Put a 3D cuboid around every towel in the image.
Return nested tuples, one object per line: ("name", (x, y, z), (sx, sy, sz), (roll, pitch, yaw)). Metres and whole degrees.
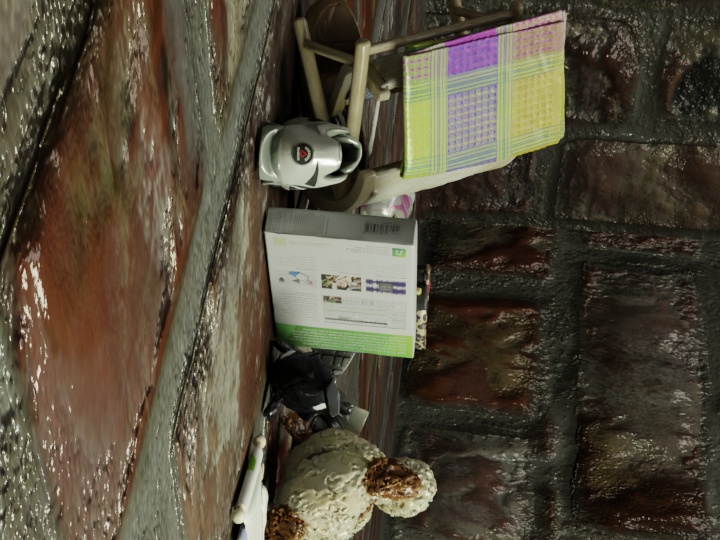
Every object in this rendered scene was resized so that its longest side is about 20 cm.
("towel", (0.123, -0.171, 1.588), (0.023, 0.200, 0.144), (37, -43, 49))

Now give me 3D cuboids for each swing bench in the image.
("swing bench", (0.054, -0.165, 1.636), (0.130, 0.199, 0.200), (29, -50, 52))

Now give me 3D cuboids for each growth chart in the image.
("growth chart", (-0.106, 0.276, 1.536), (0.145, 0.018, 0.200), (-74, 168, -64))

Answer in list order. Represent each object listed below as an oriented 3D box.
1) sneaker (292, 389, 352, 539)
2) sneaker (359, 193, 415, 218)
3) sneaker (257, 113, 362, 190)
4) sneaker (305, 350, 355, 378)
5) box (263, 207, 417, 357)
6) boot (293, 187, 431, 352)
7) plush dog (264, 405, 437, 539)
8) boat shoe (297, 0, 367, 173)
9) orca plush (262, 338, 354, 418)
("sneaker", (-0.044, 0.247, 1.923), (0.114, 0.076, 0.200), (-60, 151, -75))
("sneaker", (0.036, -0.099, 2.570), (0.200, 0.081, 0.088), (44, 51, -73))
("sneaker", (-0.042, -0.108, 1.529), (0.200, 0.088, 0.074), (-70, 163, -80))
("sneaker", (-0.033, 0.039, 1.872), (0.088, 0.076, 0.200), (100, -4, -74))
("box", (-0.017, 0.014, 1.595), (0.200, 0.144, 0.036), (89, 8, -54))
("boot", (0.000, 0.000, 1.732), (0.073, 0.150, 0.200), (-74, 167, -68))
("plush dog", (-0.029, 0.225, 1.693), (0.161, 0.200, 0.172), (61, -2, -5))
("boat shoe", (-0.038, -0.187, 1.691), (0.065, 0.071, 0.200), (30, -52, 56))
("orca plush", (-0.060, 0.130, 1.611), (0.071, 0.105, 0.200), (-47, -164, -9))
